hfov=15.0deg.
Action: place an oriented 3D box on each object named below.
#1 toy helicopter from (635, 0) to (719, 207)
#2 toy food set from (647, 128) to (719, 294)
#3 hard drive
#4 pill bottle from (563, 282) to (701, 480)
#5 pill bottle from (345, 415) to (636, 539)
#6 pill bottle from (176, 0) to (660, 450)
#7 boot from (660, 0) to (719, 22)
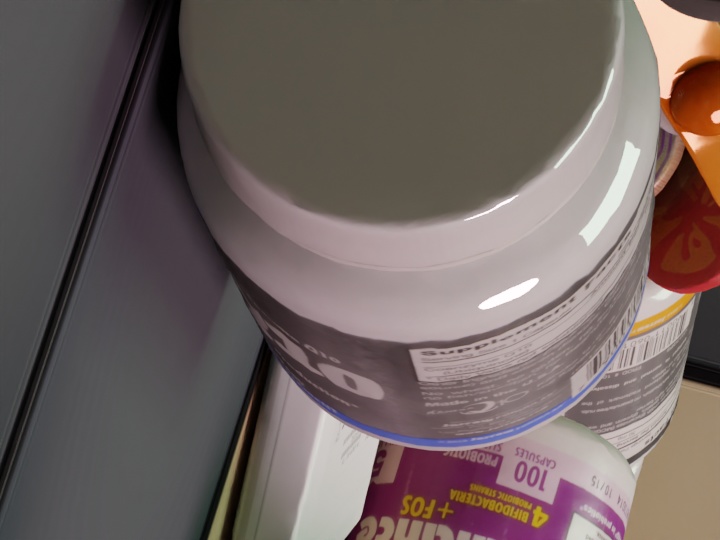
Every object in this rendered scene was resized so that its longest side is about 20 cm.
[{"bbox_3d":[0.062,-0.082,0.810,0.079,0.132,0.200,-49,151,23],"label":"toy helicopter"},{"bbox_3d":[0.118,-0.088,1.025,0.049,0.200,0.198,24,76,-53],"label":"toy food set"},{"bbox_3d":[0.000,0.000,0.904,0.132,0.026,0.200,-40,144,-76],"label":"hard drive"},{"bbox_3d":[0.095,0.029,1.266,0.200,0.116,0.116,94,14,-54],"label":"pill bottle"},{"bbox_3d":[0.034,0.158,1.105,0.112,0.112,0.200,83,23,-68],"label":"pill bottle"},{"bbox_3d":[0.016,-0.028,0.671,0.200,0.114,0.114,72,34,-74],"label":"pill bottle"},{"bbox_3d":[0.119,-0.178,0.781,0.200,0.073,0.182,-58,160,-57],"label":"boot"}]
